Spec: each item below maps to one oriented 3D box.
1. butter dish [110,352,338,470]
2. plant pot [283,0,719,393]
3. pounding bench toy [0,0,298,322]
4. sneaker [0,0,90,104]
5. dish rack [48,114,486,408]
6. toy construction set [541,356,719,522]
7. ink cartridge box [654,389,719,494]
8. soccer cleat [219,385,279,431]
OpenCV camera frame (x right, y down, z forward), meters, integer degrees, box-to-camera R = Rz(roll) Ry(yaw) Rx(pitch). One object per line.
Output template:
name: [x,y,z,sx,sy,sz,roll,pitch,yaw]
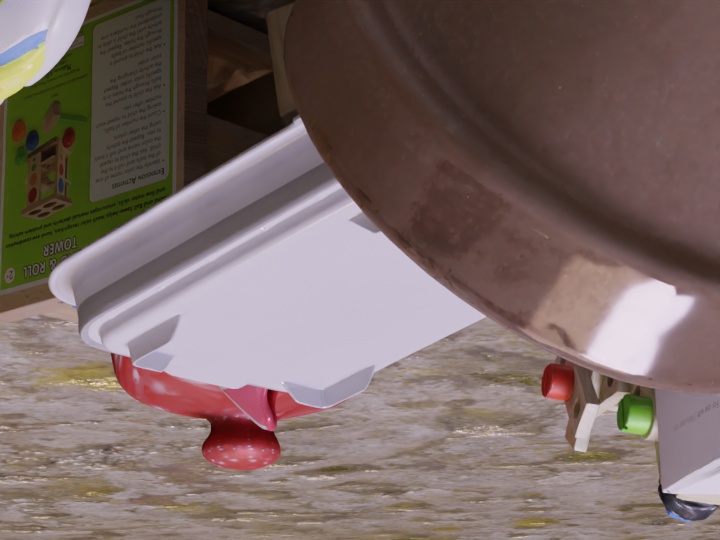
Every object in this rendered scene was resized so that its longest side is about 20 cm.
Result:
butter dish: [-0.065,0.036,1.064,0.199,0.148,0.200,1,163,-6]
plant pot: [0.099,-0.092,0.578,0.200,0.201,0.175,9,131,-30]
pounding bench toy: [-0.039,-0.043,0.839,0.200,0.125,0.156,-15,159,38]
sneaker: [-0.195,-0.100,0.724,0.199,0.076,0.105,-12,160,36]
dish rack: [0.000,0.000,0.739,0.200,0.044,0.171,-27,153,32]
toy construction set: [0.189,0.063,0.928,0.199,0.131,0.092,0,139,0]
ink cartridge box: [0.204,-0.005,0.848,0.146,0.201,0.086,3,163,-14]
soccer cleat: [0.009,-0.002,0.952,0.200,0.077,0.067,-34,167,6]
